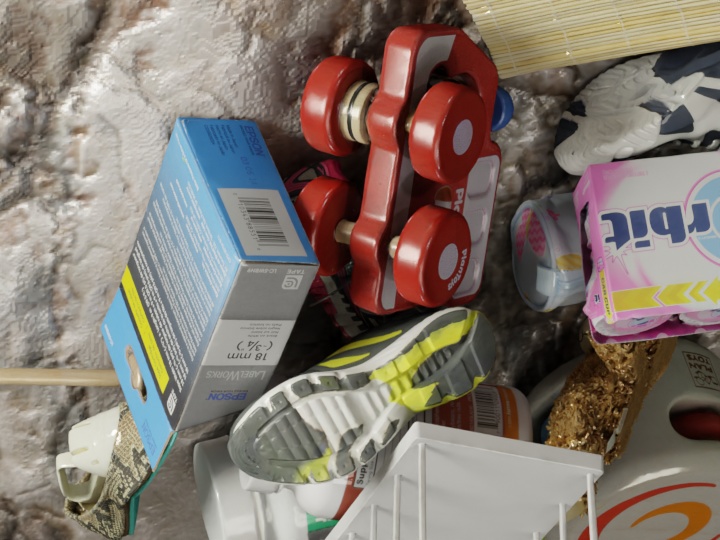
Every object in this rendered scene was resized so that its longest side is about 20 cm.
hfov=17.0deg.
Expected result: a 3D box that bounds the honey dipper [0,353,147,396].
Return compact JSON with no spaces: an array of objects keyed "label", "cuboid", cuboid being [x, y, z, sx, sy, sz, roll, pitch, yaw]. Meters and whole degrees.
[{"label":"honey dipper","cuboid":[-0.217,0.077,1.737,0.199,0.038,0.038,3,132,-24]}]

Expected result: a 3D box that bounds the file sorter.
[{"label":"file sorter","cuboid":[0.066,0.214,1.661,0.138,0.125,0.200,12,146,-16]}]

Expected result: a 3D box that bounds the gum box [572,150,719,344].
[{"label":"gum box","cuboid":[0.248,-0.020,1.691,0.199,0.114,0.066,-6,163,-7]}]

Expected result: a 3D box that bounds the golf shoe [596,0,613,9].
[{"label":"golf shoe","cuboid":[0.249,-0.208,1.615,0.199,0.092,0.076,-17,139,-4]}]

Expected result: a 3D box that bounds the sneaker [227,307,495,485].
[{"label":"sneaker","cuboid":[-0.002,0.087,1.649,0.199,0.085,0.075,-24,100,-15]}]

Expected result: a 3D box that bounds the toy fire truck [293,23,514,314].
[{"label":"toy fire truck","cuboid":[0.044,-0.068,1.638,0.168,0.112,0.201,-12,114,-57]}]

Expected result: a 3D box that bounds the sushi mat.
[{"label":"sushi mat","cuboid":[0.173,-0.174,1.611,0.199,0.012,0.096,-8,141,23]}]

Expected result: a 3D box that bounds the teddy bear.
[{"label":"teddy bear","cuboid":[0.167,0.097,1.760,0.201,0.066,0.145,-64,160,-19]}]

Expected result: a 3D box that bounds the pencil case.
[{"label":"pencil case","cuboid":[0.211,-0.019,1.792,0.199,0.091,0.083,-6,137,-18]}]

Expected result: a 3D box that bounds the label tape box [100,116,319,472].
[{"label":"label tape box","cuboid":[-0.106,0.017,1.645,0.063,0.145,0.201,1,134,-27]}]

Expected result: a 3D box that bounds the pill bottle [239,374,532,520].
[{"label":"pill bottle","cuboid":[0.017,0.129,1.746,0.199,0.113,0.113,8,131,-11]}]

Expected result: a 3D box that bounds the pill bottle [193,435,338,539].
[{"label":"pill bottle","cuboid":[-0.021,0.158,1.850,0.199,0.113,0.114,-12,137,-14]}]

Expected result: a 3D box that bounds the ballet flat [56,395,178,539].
[{"label":"ballet flat","cuboid":[-0.186,0.144,1.773,0.075,0.068,0.200,13,149,-10]}]

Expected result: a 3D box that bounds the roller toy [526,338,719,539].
[{"label":"roller toy","cuboid":[0.223,0.143,1.926,0.199,0.140,0.183,-16,148,0]}]

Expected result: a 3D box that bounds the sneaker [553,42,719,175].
[{"label":"sneaker","cuboid":[0.244,-0.104,1.727,0.199,0.080,0.130,-38,129,1]}]

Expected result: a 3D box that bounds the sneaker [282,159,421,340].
[{"label":"sneaker","cuboid":[0.000,0.000,1.723,0.074,0.081,0.200,-34,137,8]}]
